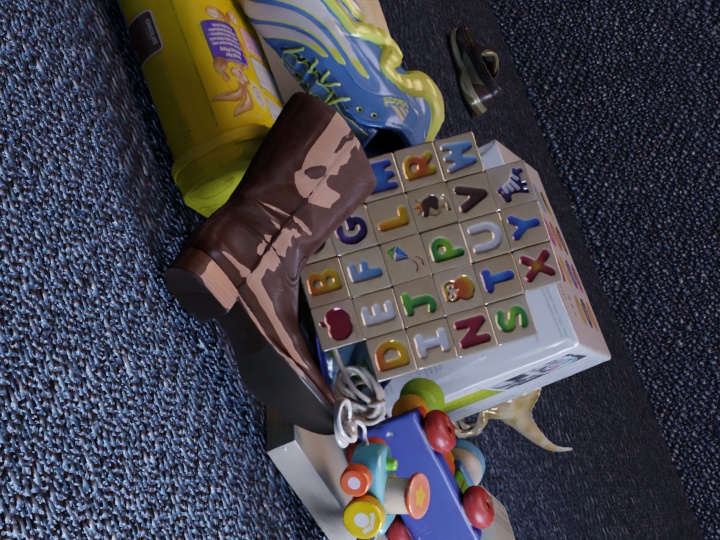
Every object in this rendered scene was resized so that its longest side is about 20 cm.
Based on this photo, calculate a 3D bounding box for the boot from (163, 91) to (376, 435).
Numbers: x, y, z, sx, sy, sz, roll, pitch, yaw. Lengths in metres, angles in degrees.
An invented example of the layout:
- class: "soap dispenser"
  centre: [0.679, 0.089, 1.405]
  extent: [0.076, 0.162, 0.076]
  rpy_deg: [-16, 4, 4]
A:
- class: "boot"
  centre: [-0.032, -0.008, 1.437]
  extent: [0.187, 0.064, 0.200]
  rpy_deg: [52, 52, -24]

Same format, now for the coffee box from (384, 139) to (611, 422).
- class: "coffee box"
  centre: [0.092, 0.021, 1.814]
  extent: [0.201, 0.199, 0.198]
  rpy_deg: [69, 13, 12]

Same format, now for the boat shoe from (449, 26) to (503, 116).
- class: "boat shoe"
  centre: [0.185, -0.317, 3.059]
  extent: [0.072, 0.066, 0.201]
  rpy_deg: [55, 17, -37]

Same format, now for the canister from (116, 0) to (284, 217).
- class: "canister"
  centre: [-0.116, -0.147, 1.539]
  extent: [0.201, 0.086, 0.148]
  rpy_deg: [69, 13, 17]

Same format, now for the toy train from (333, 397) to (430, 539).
- class: "toy train"
  centre: [0.009, 0.197, 1.383]
  extent: [0.150, 0.055, 0.201]
  rpy_deg: [63, 30, -62]

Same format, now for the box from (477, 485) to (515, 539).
- class: "box"
  centre: [0.104, 0.291, 1.660]
  extent: [0.068, 0.082, 0.201]
  rpy_deg: [47, 22, -56]

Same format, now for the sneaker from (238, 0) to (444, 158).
- class: "sneaker"
  centre: [-0.015, -0.154, 1.548]
  extent: [0.200, 0.076, 0.105]
  rpy_deg: [33, 37, -19]

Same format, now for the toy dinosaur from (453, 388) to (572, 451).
- class: "toy dinosaur"
  centre: [0.143, 0.139, 2.029]
  extent: [0.201, 0.101, 0.058]
  rpy_deg: [60, 14, -24]

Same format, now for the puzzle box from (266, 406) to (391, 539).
- class: "puzzle box"
  centre: [-0.017, 0.160, 1.527]
  extent: [0.200, 0.025, 0.133]
  rpy_deg: [58, 15, -32]

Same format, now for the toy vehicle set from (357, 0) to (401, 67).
- class: "toy vehicle set"
  centre: [-0.001, -0.159, 1.833]
  extent: [0.026, 0.124, 0.201]
  rpy_deg: [-11, 75, -32]

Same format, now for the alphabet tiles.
- class: "alphabet tiles"
  centre: [0.049, -0.012, 1.498]
  extent: [0.006, 0.199, 0.167]
  rpy_deg: [137, -63, -75]

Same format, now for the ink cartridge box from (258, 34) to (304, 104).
- class: "ink cartridge box"
  centre: [-0.056, -0.178, 1.726]
  extent: [0.200, 0.087, 0.146]
  rpy_deg: [73, -3, -77]

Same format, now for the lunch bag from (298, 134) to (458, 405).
- class: "lunch bag"
  centre: [0.000, 0.000, 1.620]
  extent: [0.170, 0.127, 0.201]
  rpy_deg: [-93, -167, -58]

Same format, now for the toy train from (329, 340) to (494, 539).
- class: "toy train"
  centre: [0.038, 0.117, 1.551]
  extent: [0.201, 0.084, 0.116]
  rpy_deg: [63, 21, -15]
